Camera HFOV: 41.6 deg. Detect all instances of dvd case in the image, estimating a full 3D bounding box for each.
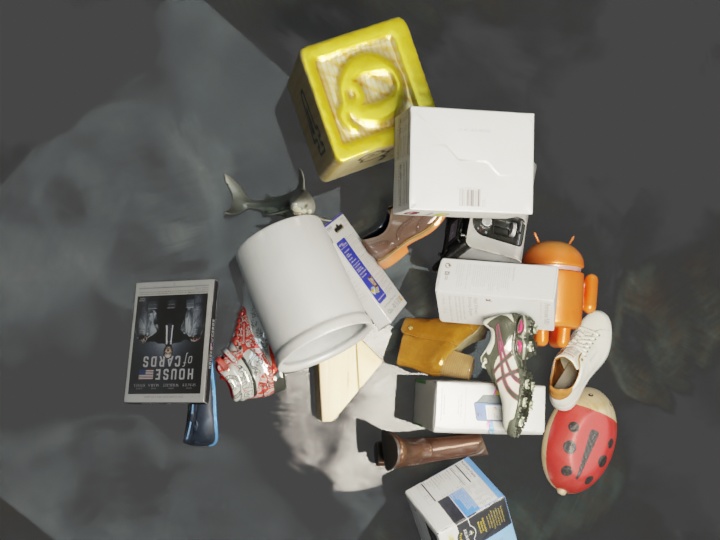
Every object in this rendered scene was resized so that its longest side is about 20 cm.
[{"bbox_3d":[-0.309,0.117,1.554,0.148,0.025,0.203,-3,74,18],"label":"dvd case"}]

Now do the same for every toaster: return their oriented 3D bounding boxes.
[{"bbox_3d":[0.216,-0.092,1.647,0.117,0.200,0.184,14,75,-8],"label":"toaster"}]

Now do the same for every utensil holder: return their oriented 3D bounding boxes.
[{"bbox_3d":[-0.095,0.036,1.531,0.168,0.170,0.202,-23,74,-12],"label":"utensil holder"}]

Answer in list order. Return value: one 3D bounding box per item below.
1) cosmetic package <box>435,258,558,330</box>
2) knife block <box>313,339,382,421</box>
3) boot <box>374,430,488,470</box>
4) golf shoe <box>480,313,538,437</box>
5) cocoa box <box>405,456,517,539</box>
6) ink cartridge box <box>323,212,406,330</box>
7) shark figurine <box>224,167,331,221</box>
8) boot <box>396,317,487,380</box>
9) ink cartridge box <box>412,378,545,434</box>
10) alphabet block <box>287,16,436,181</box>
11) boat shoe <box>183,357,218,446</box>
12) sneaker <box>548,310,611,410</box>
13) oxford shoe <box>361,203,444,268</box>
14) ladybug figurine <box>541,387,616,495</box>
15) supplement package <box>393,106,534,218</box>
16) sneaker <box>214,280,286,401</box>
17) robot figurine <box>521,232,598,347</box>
[{"bbox_3d":[0.232,0.041,1.602,0.197,0.102,0.075,5,58,15],"label":"cosmetic package"},{"bbox_3d":[-0.057,0.133,1.635,0.175,0.064,0.200,42,80,-5],"label":"knife block"},{"bbox_3d":[0.131,0.298,1.603,0.197,0.186,0.065,-2,80,-9],"label":"boot"},{"bbox_3d":[0.242,0.171,1.556,0.087,0.077,0.203,1,76,21],"label":"golf shoe"},{"bbox_3d":[0.180,0.447,1.592,0.130,0.133,0.202,-25,118,-13],"label":"cocoa box"},{"bbox_3d":[0.000,0.000,1.641,0.037,0.095,0.201,-32,95,27],"label":"ink cartridge box"},{"bbox_3d":[-0.129,-0.130,1.606,0.127,0.213,0.091,5,92,-44],"label":"shark figurine"},{"bbox_3d":[0.149,0.098,1.676,0.142,0.071,0.203,15,52,16],"label":"boot"},{"bbox_3d":[0.203,0.234,1.639,0.197,0.145,0.089,5,85,-10],"label":"ink cartridge box"},{"bbox_3d":[0.000,-0.283,1.605,0.193,0.200,0.199,-22,90,-12],"label":"alphabet block"},{"bbox_3d":[-0.275,0.193,1.579,0.068,0.084,0.203,-4,85,-8],"label":"boat shoe"},{"bbox_3d":[0.395,0.149,1.697,0.072,0.085,0.202,17,67,30],"label":"sneaker"},{"bbox_3d":[0.088,-0.093,1.637,0.200,0.071,0.073,-43,107,8],"label":"oxford shoe"},{"bbox_3d":[0.400,0.310,1.711,0.134,0.072,0.203,20,83,-10],"label":"ladybug figurine"},{"bbox_3d":[0.158,-0.164,1.476,0.197,0.111,0.158,1,90,-11],"label":"supplement package"},{"bbox_3d":[-0.200,0.119,1.605,0.106,0.067,0.204,-14,92,-14],"label":"sneaker"},{"bbox_3d":[0.343,0.035,1.697,0.142,0.116,0.203,1,85,33],"label":"robot figurine"}]
